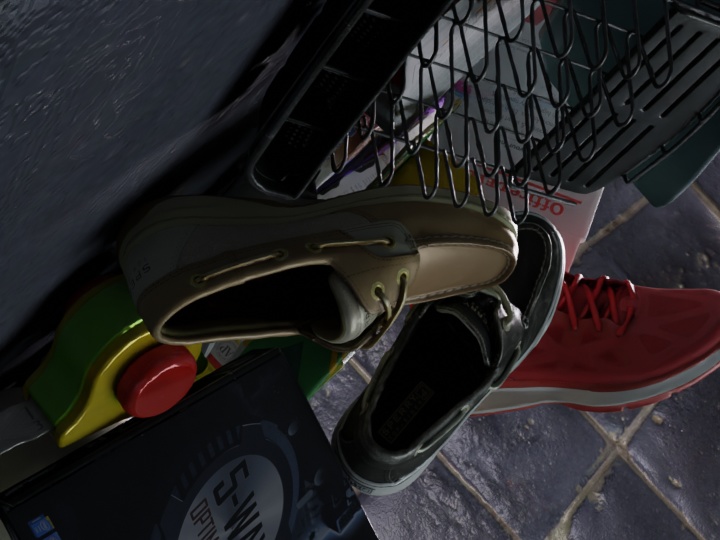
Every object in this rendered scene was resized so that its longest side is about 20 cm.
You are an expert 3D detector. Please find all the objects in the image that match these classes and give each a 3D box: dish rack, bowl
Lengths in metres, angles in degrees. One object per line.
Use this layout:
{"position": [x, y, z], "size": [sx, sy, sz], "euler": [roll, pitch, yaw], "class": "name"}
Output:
{"position": [0.065, -0.075, 0.595], "size": [0.153, 0.200, 0.055], "euler": [-46, -141, 49], "class": "dish rack"}
{"position": [0.166, -0.144, 0.708], "size": [0.201, 0.105, 0.201], "euler": [-57, 179, -2], "class": "bowl"}

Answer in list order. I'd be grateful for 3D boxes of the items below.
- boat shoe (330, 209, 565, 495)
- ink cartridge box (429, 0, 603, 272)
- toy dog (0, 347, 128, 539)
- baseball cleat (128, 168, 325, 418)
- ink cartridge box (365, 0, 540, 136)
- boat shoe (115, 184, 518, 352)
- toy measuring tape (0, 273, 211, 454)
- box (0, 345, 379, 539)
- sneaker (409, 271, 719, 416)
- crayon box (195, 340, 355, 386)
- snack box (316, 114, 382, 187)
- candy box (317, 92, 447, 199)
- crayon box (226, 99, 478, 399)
{"position": [0.059, 0.036, 0.740], "size": [0.200, 0.071, 0.064], "euler": [-53, 176, -29], "class": "boat shoe"}
{"position": [0.108, -0.090, 0.898], "size": [0.067, 0.116, 0.200], "euler": [120, -9, -86], "class": "ink cartridge box"}
{"position": [-0.131, 0.140, 0.769], "size": [0.140, 0.200, 0.194], "euler": [-44, 179, 1], "class": "toy dog"}
{"position": [-0.088, -0.004, 0.756], "size": [0.200, 0.070, 0.107], "euler": [-53, 176, -46], "class": "baseball cleat"}
{"position": [0.062, -0.155, 0.728], "size": [0.162, 0.050, 0.200], "euler": [-43, 174, -5], "class": "ink cartridge box"}
{"position": [-0.013, 0.006, 0.648], "size": [0.200, 0.066, 0.074], "euler": [-4, 143, -17], "class": "boat shoe"}
{"position": [-0.142, 0.048, 0.643], "size": [0.200, 0.074, 0.074], "euler": [-24, 168, -33], "class": "toy measuring tape"}
{"position": [-0.069, 0.163, 0.696], "size": [0.160, 0.200, 0.044], "euler": [-29, -173, -22], "class": "box"}
{"position": [0.121, 0.022, 0.820], "size": [0.200, 0.116, 0.078], "euler": [-15, -147, 19], "class": "sneaker"}
{"position": [-0.119, 0.084, 0.996], "size": [0.200, 0.127, 0.051], "euler": [-43, 179, 12], "class": "crayon box"}
{"position": [0.026, -0.123, 0.982], "size": [0.072, 0.024, 0.200], "euler": [-41, -179, 42], "class": "snack box"}
{"position": [0.021, -0.062, 1.050], "size": [0.200, 0.072, 0.168], "euler": [-29, -170, 49], "class": "candy box"}
{"position": [0.000, 0.000, 0.794], "size": [0.200, 0.051, 0.127], "euler": [-51, 179, 26], "class": "crayon box"}
